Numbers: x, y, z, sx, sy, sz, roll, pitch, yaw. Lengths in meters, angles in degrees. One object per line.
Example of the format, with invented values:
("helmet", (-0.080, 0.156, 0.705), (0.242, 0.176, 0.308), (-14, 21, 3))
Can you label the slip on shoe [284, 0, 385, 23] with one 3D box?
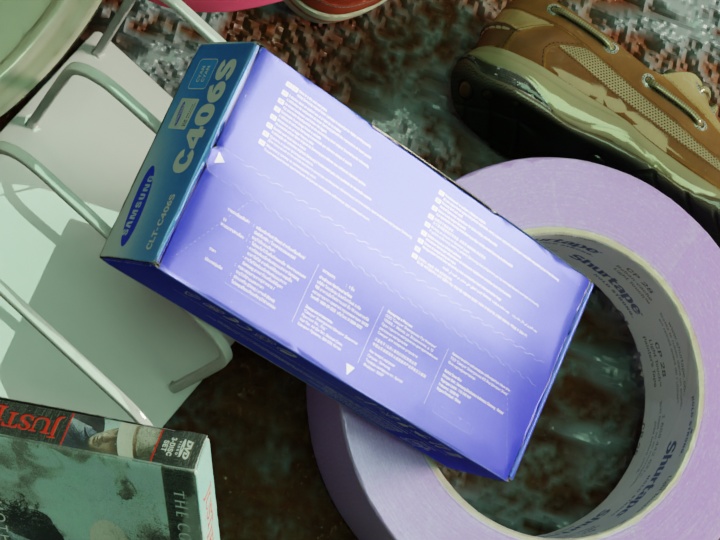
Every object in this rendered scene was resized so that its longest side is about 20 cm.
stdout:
("slip on shoe", (0.042, -0.187, 1.031), (0.200, 0.061, 0.074), (-39, 89, -27))

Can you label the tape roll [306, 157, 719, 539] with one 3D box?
("tape roll", (0.078, 0.053, 0.979), (0.198, 0.066, 0.202), (2, 84, -16))

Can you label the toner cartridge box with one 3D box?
("toner cartridge box", (0.000, 0.000, 0.869), (0.199, 0.043, 0.096), (34, 73, -34))

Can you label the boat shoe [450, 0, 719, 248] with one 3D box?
("boat shoe", (0.140, -0.063, 1.031), (0.199, 0.076, 0.074), (34, 67, -10))

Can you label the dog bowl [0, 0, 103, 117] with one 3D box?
("dog bowl", (-0.180, -0.138, 0.836), (0.200, 0.201, 0.074), (-38, 61, -22))

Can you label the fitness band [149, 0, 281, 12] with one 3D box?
("fitness band", (-0.040, -0.181, 0.958), (0.142, 0.038, 0.201), (0, 42, 5))

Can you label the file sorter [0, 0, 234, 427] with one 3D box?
("file sorter", (-0.112, 0.000, 0.907), (0.139, 0.124, 0.200), (42, 69, -6))

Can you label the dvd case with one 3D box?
("dvd case", (-0.148, 0.100, 0.828), (0.198, 0.147, 0.022), (9, 44, 10))
